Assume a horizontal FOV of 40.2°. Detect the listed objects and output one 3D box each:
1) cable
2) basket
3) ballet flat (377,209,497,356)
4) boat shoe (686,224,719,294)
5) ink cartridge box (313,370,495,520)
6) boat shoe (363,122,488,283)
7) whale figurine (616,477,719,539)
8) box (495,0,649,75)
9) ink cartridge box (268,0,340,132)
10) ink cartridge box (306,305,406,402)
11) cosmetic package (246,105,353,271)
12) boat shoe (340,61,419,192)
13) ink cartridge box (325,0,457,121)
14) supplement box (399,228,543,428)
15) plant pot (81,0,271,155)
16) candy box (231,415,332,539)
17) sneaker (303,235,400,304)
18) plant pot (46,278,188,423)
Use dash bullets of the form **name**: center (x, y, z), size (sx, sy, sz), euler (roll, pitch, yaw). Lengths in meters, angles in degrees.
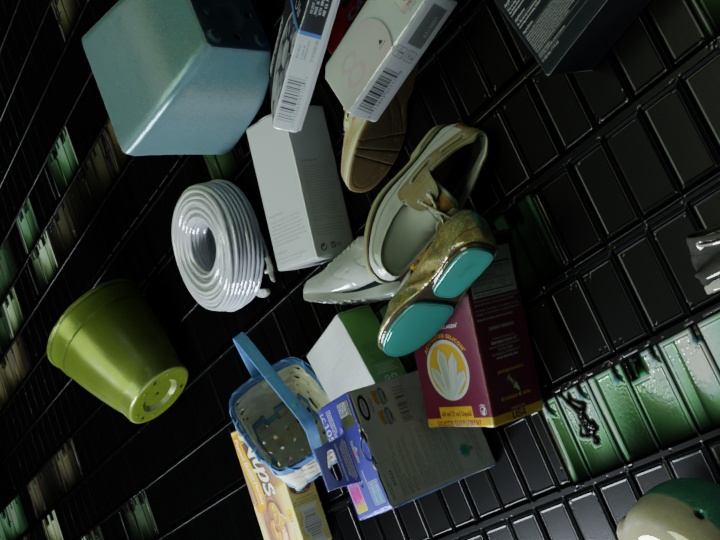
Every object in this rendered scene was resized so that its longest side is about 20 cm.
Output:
- **cable**: center (-0.221, -0.036, 1.506), size (0.199, 0.068, 0.203), euler (-25, 79, 51)
- **basket**: center (-0.102, 0.189, 1.337), size (0.177, 0.138, 0.201), euler (48, 167, 32)
- **ballet flat**: center (0.076, 0.012, 1.022), size (0.071, 0.070, 0.201), euler (58, 137, 23)
- **boat shoe**: center (0.344, -0.042, 0.799), size (0.200, 0.066, 0.058), euler (-41, 72, 52)
- **ink cartridge box**: center (0.042, 0.195, 1.130), size (0.076, 0.198, 0.138), euler (-37, 70, 48)
- **boat shoe**: center (0.071, -0.077, 1.052), size (0.068, 0.075, 0.202), euler (3, 60, 53)
- **whale figurine**: center (0.314, 0.275, 0.914), size (0.159, 0.103, 0.202), euler (35, 149, 40)
- **box**: center (0.210, -0.301, 0.891), size (0.142, 0.078, 0.200), euler (58, 138, 19)
- **ink cartridge box**: center (-0.071, -0.305, 1.200), size (0.201, 0.043, 0.200), euler (-99, 24, -53)
- **ink cartridge box**: center (0.015, 0.160, 1.269), size (0.202, 0.059, 0.104), euler (60, 139, 21)
- **cosmetic package**: center (-0.080, -0.108, 1.310), size (0.101, 0.073, 0.204), euler (-15, 86, 51)
- **boat shoe**: center (0.016, -0.195, 1.173), size (0.066, 0.073, 0.203), euler (38, 116, 45)
- **ink cartridge box**: center (0.008, -0.290, 1.107), size (0.163, 0.057, 0.201), euler (-53, 48, 25)
- **supplement box**: center (0.119, 0.066, 1.092), size (0.110, 0.085, 0.204), euler (-12, 89, 52)
- **plant pot**: center (-0.236, -0.297, 1.371), size (0.199, 0.195, 0.198), euler (-36, 71, 40)
- **candy box**: center (-0.121, 0.323, 1.484), size (0.115, 0.055, 0.203), euler (-30, 75, 50)
- **sneaker**: center (0.000, 0.000, 1.247), size (0.198, 0.076, 0.082), euler (-12, 82, 45)
- **plant pot**: center (-0.406, 0.155, 1.712), size (0.193, 0.199, 0.202), euler (42, 130, 21)
